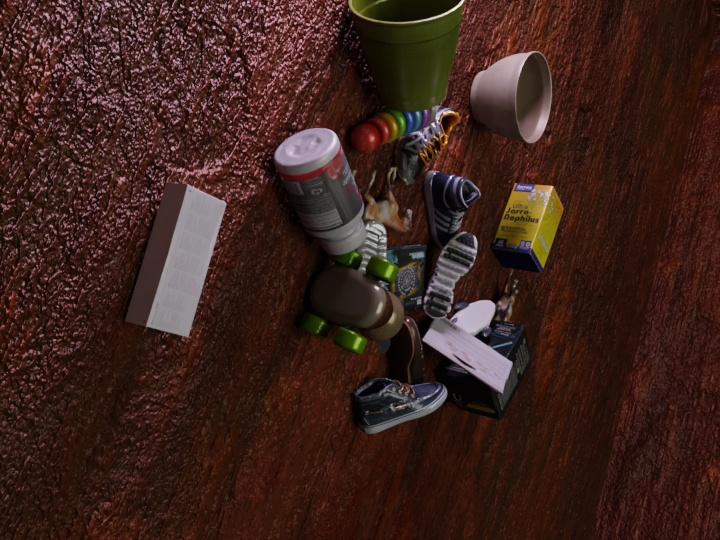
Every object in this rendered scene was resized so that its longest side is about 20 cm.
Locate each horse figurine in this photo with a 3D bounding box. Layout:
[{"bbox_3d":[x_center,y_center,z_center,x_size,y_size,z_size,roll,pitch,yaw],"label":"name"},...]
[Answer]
[{"bbox_3d":[0.369,0.092,2.000,0.133,0.050,0.200,94,15,-45],"label":"horse figurine"},{"bbox_3d":[0.031,-0.128,1.485,0.200,0.050,0.133,-15,110,-53],"label":"horse figurine"}]

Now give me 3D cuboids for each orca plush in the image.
[{"bbox_3d":[0.245,0.148,1.850,0.200,0.105,0.071,-55,170,-36],"label":"orca plush"}]

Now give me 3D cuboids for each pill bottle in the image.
[{"bbox_3d":[-0.059,-0.125,1.302,0.111,0.111,0.200,-54,138,-33],"label":"pill bottle"}]

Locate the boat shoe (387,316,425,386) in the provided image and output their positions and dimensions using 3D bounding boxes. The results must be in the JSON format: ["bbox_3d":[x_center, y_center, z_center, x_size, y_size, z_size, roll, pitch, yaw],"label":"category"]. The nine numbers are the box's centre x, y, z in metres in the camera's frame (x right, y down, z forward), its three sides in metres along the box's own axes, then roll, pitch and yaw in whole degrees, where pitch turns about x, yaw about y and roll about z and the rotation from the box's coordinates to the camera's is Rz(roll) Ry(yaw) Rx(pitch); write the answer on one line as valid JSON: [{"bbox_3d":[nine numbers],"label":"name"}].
[{"bbox_3d":[0.100,0.178,1.645,0.070,0.070,0.200,-30,130,-40],"label":"boat shoe"}]

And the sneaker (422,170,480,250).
[{"bbox_3d":[0.205,-0.120,1.688,0.070,0.108,0.200,-48,135,-37],"label":"sneaker"}]

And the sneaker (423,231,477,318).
[{"bbox_3d":[0.187,0.007,1.705,0.200,0.075,0.081,-62,-175,-2],"label":"sneaker"}]

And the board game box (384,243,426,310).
[{"bbox_3d":[0.069,0.018,1.595,0.200,0.028,0.135,-8,104,-54],"label":"board game box"}]

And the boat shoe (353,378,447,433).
[{"bbox_3d":[0.083,0.251,1.580,0.200,0.071,0.091,-21,117,-19],"label":"boat shoe"}]

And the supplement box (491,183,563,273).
[{"bbox_3d":[0.431,-0.110,2.020,0.110,0.109,0.200,48,59,-49],"label":"supplement box"}]

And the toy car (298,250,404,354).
[{"bbox_3d":[0.015,0.073,1.416,0.200,0.158,0.164,34,78,-53],"label":"toy car"}]

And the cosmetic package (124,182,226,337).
[{"bbox_3d":[-0.257,-0.014,1.094,0.083,0.051,0.200,27,75,-57],"label":"cosmetic package"}]

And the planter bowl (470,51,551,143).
[{"bbox_3d":[0.334,-0.394,1.786,0.200,0.135,0.200,-20,115,-52],"label":"planter bowl"}]

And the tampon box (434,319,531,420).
[{"bbox_3d":[0.296,0.229,1.869,0.200,0.150,0.126,-51,136,-35],"label":"tampon box"}]

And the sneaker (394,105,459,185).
[{"bbox_3d":[0.133,-0.258,1.579,0.200,0.077,0.078,-64,144,-20],"label":"sneaker"}]

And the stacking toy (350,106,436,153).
[{"bbox_3d":[0.057,-0.273,1.466,0.200,0.085,0.085,-39,128,-40],"label":"stacking toy"}]

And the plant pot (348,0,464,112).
[{"bbox_3d":[0.088,-0.395,1.400,0.200,0.200,0.193,-50,147,-37],"label":"plant pot"}]

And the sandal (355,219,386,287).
[{"bbox_3d":[0.007,0.001,1.475,0.082,0.050,0.203,10,104,-21],"label":"sandal"}]

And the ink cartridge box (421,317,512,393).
[{"bbox_3d":[0.222,0.188,1.681,0.045,0.200,0.176,-59,173,23],"label":"ink cartridge box"}]
